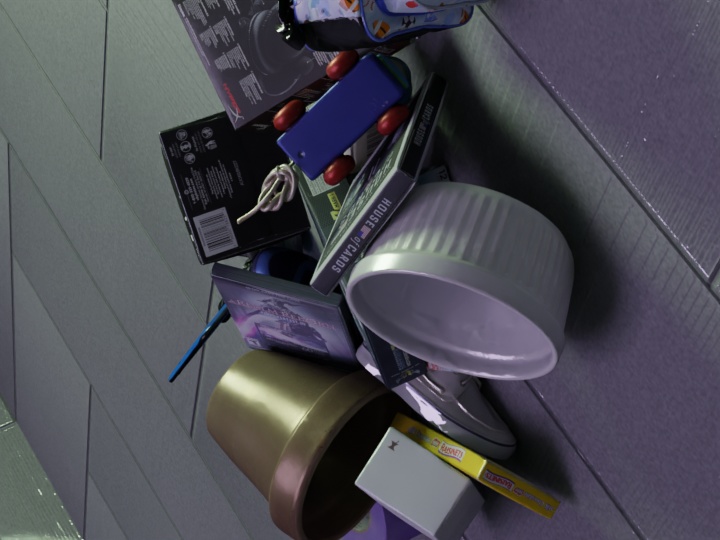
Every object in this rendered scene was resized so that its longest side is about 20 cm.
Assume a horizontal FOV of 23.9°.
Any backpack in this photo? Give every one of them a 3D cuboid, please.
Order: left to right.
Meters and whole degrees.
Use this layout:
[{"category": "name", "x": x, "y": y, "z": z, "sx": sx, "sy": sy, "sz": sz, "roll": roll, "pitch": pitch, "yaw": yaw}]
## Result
[{"category": "backpack", "x": 0.020, "y": -0.287, "z": 1.416, "sx": 0.154, "sy": 0.200, "sz": 0.191, "roll": -10, "pitch": 96, "yaw": 34}]

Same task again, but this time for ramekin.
[{"category": "ramekin", "x": 0.096, "y": 0.006, "z": 1.515, "sx": 0.200, "sy": 0.105, "sz": 0.200, "roll": 18, "pitch": 158, "yaw": 7}]

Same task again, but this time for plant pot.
[{"category": "plant pot", "x": -0.068, "y": 0.171, "z": 1.841, "sx": 0.174, "sy": 0.200, "sz": 0.201, "roll": 31, "pitch": 141, "yaw": 27}]

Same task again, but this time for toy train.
[{"category": "toy train", "x": -0.034, "y": -0.124, "z": 1.593, "sx": 0.200, "sy": 0.116, "sz": 0.085, "roll": -42, "pitch": 91, "yaw": 20}]

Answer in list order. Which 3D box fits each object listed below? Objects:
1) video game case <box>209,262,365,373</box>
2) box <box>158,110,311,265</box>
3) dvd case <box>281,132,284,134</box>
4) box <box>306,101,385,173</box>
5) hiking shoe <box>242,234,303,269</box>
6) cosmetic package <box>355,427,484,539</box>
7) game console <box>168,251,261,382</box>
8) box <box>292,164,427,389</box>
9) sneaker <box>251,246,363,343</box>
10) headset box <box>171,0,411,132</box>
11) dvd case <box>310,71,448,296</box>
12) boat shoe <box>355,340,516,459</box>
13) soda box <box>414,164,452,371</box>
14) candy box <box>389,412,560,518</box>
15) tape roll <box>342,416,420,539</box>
[{"category": "video game case", "x": -0.072, "y": 0.055, "z": 1.804, "sx": 0.142, "sy": 0.019, "sz": 0.200, "roll": 14, "pitch": 159, "yaw": 15}, {"category": "box", "x": -0.137, "y": -0.091, "z": 1.825, "sx": 0.200, "sy": 0.124, "sz": 0.149, "roll": -173, "pitch": 65, "yaw": -84}, {"category": "dvd case", "x": -0.107, "y": -0.191, "z": 1.870, "sx": 0.149, "sy": 0.016, "sz": 0.200, "roll": 53, "pitch": 174, "yaw": 28}, {"category": "box", "x": -0.036, "y": -0.198, "z": 1.734, "sx": 0.200, "sy": 0.068, "sz": 0.082, "roll": 51, "pitch": 158, "yaw": 31}, {"category": "hiking shoe", "x": -0.154, "y": -0.071, "z": 2.058, "sx": 0.200, "sy": 0.100, "sz": 0.076, "roll": 41, "pitch": 144, "yaw": 43}, {"category": "cosmetic package", "x": 0.066, "y": 0.233, "z": 1.785, "sx": 0.101, "sy": 0.071, "sz": 0.200, "roll": 32, "pitch": 173, "yaw": 15}, {"category": "game console", "x": -0.118, "y": 0.066, "z": 1.983, "sx": 0.200, "sy": 0.170, "sz": 0.119, "roll": 134, "pitch": 143, "yaw": -65}, {"category": "box", "x": 0.000, "y": 0.000, "z": 1.717, "sx": 0.158, "sy": 0.051, "sz": 0.200, "roll": 69, "pitch": 177, "yaw": -60}, {"category": "sneaker", "x": -0.026, "y": 0.033, "z": 1.855, "sx": 0.200, "sy": 0.074, "sz": 0.082, "roll": 32, "pitch": 155, "yaw": -15}, {"category": "headset box", "x": -0.059, "y": -0.245, "z": 1.633, "sx": 0.149, "sy": 0.200, "sz": 0.077, "roll": 63, "pitch": -162, "yaw": 7}, {"category": "dvd case", "x": 0.019, "y": -0.081, "z": 1.555, "sx": 0.025, "sy": 0.200, "sz": 0.150, "roll": 33, "pitch": 122, "yaw": -7}, {"category": "boat shoe", "x": 0.088, "y": 0.115, "z": 1.764, "sx": 0.200, "sy": 0.071, "sz": 0.070, "roll": 38, "pitch": 108, "yaw": 23}, {"category": "soda box", "x": 0.075, "y": -0.003, "z": 1.693, "sx": 0.068, "sy": 0.063, "sz": 0.201, "roll": 1, "pitch": 113, "yaw": 64}, {"category": "candy box", "x": 0.114, "y": 0.198, "z": 1.749, "sx": 0.102, "sy": 0.026, "sz": 0.200, "roll": 33, "pitch": 175, "yaw": -26}, {"category": "tape roll", "x": 0.009, "y": 0.231, "z": 2.013, "sx": 0.200, "sy": 0.085, "sz": 0.200, "roll": 45, "pitch": 147, "yaw": 40}]
